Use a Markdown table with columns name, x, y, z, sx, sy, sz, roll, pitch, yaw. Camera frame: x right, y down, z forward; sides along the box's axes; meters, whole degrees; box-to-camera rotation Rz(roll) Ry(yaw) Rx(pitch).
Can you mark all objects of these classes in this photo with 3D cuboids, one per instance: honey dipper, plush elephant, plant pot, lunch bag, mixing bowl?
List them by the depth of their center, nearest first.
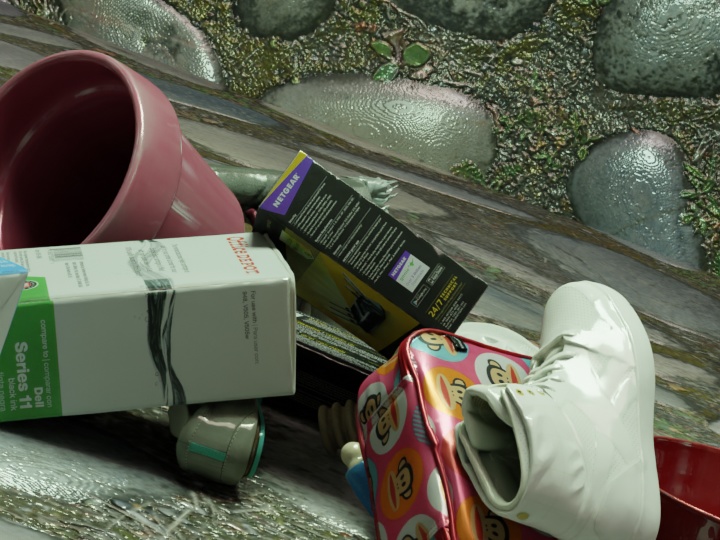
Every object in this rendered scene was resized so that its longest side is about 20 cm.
| name | x | y | z | sx | sy | sz | roll | pitch | yaw |
| --- | --- | --- | --- | --- | --- | --- | --- | --- | --- |
| lunch bag | 0.093 | 0.141 | 1.454 | 0.176 | 0.082 | 0.200 | 17 | 43 | -31 |
| mixing bowl | 0.243 | 0.195 | 1.579 | 0.200 | 0.108 | 0.200 | 18 | 11 | -3 |
| honey dipper | 0.069 | 0.093 | 1.705 | 0.200 | 0.038 | 0.038 | -13 | 5 | 10 |
| plant pot | -0.193 | -0.046 | 1.866 | 0.200 | 0.200 | 0.179 | 29 | -3 | 42 |
| plush elephant | -0.052 | -0.002 | 2.021 | 0.165 | 0.155 | 0.200 | 16 | 12 | 40 |

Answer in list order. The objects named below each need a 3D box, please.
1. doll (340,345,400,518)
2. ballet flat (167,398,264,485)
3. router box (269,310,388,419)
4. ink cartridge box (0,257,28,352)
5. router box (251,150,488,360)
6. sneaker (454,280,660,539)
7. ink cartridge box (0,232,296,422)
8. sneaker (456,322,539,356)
| name | x | y | z | sx | sy | sz | roll | pitch | yaw |
| --- | --- | --- | --- | --- | --- | --- | --- | --- | --- |
| doll | 0.052 | 0.129 | 1.531 | 0.136 | 0.048 | 0.200 | 17 | 36 | -7 |
| ballet flat | -0.096 | 0.091 | 1.609 | 0.064 | 0.067 | 0.200 | 14 | 10 | -4 |
| router box | -0.030 | 0.076 | 1.864 | 0.200 | 0.051 | 0.149 | 23 | 8 | 14 |
| ink cartridge box | -0.313 | 0.016 | 1.428 | 0.200 | 0.116 | 0.067 | 23 | 10 | 14 |
| router box | 0.000 | 0.000 | 1.680 | 0.157 | 0.052 | 0.200 | 36 | -11 | 2 |
| sneaker | 0.111 | 0.071 | 1.410 | 0.116 | 0.074 | 0.200 | 24 | 41 | -29 |
| ink cartridge box | -0.149 | 0.034 | 1.568 | 0.200 | 0.083 | 0.147 | -5 | 14 | -9 |
| sneaker | 0.131 | 0.128 | 1.784 | 0.200 | 0.147 | 0.081 | 16 | 47 | 39 |
